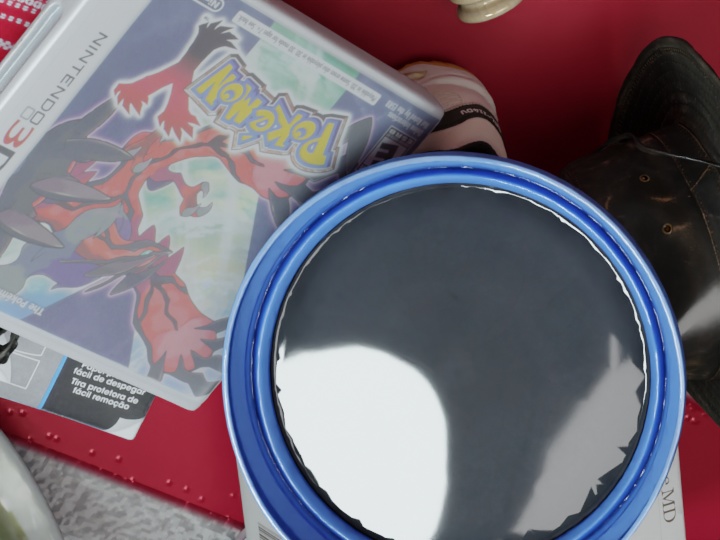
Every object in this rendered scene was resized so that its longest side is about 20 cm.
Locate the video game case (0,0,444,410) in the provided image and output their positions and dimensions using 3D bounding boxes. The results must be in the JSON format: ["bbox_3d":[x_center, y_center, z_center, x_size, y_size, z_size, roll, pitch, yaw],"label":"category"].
[{"bbox_3d":[-0.084,-0.040,1.190,0.182,0.023,0.200,-50,137,13],"label":"video game case"}]

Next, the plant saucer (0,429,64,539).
[{"bbox_3d":[-0.195,0.140,1.241,0.050,0.200,0.200,-24,121,21],"label":"plant saucer"}]

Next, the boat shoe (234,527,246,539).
[{"bbox_3d":[-0.049,0.170,1.379,0.200,0.065,0.074,-40,118,6],"label":"boat shoe"}]

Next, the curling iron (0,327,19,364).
[{"bbox_3d":[-0.233,0.033,1.187,0.199,0.050,0.026,-9,150,-26],"label":"curling iron"}]

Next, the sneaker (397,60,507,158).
[{"bbox_3d":[0.000,0.000,1.298,0.075,0.088,0.200,20,110,-24],"label":"sneaker"}]

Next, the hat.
[{"bbox_3d":[0.130,-0.002,1.262,0.081,0.201,0.201,-13,118,-19],"label":"hat"}]

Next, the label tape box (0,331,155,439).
[{"bbox_3d":[-0.130,-0.040,1.259,0.144,0.063,0.201,20,109,-23],"label":"label tape box"}]

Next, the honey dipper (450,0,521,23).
[{"bbox_3d":[0.020,-0.202,1.238,0.038,0.038,0.200,-27,115,0],"label":"honey dipper"}]

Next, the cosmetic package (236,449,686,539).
[{"bbox_3d":[0.050,0.117,1.336,0.199,0.085,0.108,-14,105,-23],"label":"cosmetic package"}]

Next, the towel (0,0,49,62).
[{"bbox_3d":[-0.126,-0.098,1.168,0.144,0.023,0.200,20,114,-26],"label":"towel"}]

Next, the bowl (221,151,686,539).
[{"bbox_3d":[0.041,0.047,1.213,0.200,0.039,0.202,1,99,9],"label":"bowl"}]
